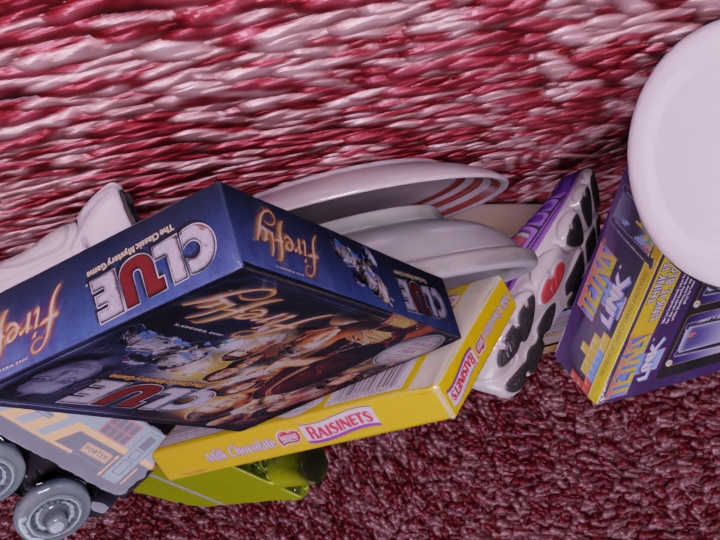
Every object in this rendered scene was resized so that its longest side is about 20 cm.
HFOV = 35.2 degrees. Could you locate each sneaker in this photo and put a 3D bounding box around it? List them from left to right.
[{"bbox_3d":[-0.135,0.017,0.565,0.081,0.075,0.200,-28,169,-10],"label":"sneaker"},{"bbox_3d":[0.104,-0.005,0.774,0.083,0.081,0.200,16,-132,31],"label":"sneaker"}]

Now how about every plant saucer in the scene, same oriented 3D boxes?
[{"bbox_3d":[0.000,0.000,0.658,0.200,0.050,0.200,-14,174,-1],"label":"plant saucer"}]

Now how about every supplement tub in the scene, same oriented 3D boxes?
[{"bbox_3d":[0.231,-0.059,0.532,0.200,0.123,0.122,-10,172,-38],"label":"supplement tub"}]

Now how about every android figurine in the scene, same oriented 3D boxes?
[{"bbox_3d":[-0.128,0.149,0.899,0.200,0.041,0.182,-13,146,40],"label":"android figurine"}]

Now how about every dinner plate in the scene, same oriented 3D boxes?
[{"bbox_3d":[-0.014,-0.034,0.657,0.200,0.024,0.200,-14,173,-2],"label":"dinner plate"}]

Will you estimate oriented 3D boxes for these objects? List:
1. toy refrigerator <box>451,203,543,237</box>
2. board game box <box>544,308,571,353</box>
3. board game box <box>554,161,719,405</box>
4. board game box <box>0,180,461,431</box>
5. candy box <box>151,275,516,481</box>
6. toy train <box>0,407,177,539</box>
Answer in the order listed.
[{"bbox_3d":[0.096,-0.010,0.902,0.076,0.070,0.200,-18,172,34],"label":"toy refrigerator"},{"bbox_3d":[0.146,0.028,1.105,0.151,0.046,0.200,-14,149,3],"label":"board game box"},{"bbox_3d":[0.231,-0.014,0.741,0.165,0.057,0.200,-10,134,-26],"label":"board game box"},{"bbox_3d":[-0.056,0.027,0.493,0.135,0.035,0.200,-24,160,21],"label":"board game box"},{"bbox_3d":[-0.018,0.061,0.626,0.200,0.026,0.102,-18,-161,36],"label":"candy box"},{"bbox_3d":[-0.194,0.075,0.643,0.114,0.085,0.200,-43,132,4],"label":"toy train"}]
